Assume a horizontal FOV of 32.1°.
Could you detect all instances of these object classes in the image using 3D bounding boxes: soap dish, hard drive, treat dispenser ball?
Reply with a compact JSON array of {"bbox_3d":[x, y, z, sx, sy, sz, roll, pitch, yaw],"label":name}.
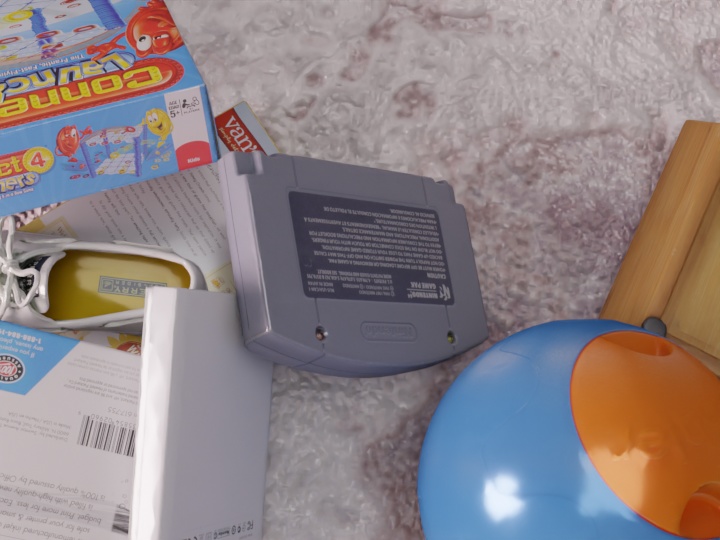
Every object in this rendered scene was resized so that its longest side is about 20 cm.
[{"bbox_3d":[0.261,0.008,0.853,0.157,0.081,0.200,27,74,-1],"label":"soap dish"},{"bbox_3d":[-0.090,0.113,0.728,0.026,0.132,0.201,2,87,21],"label":"hard drive"},{"bbox_3d":[0.133,0.129,0.739,0.200,0.201,0.201,2,75,-8],"label":"treat dispenser ball"}]

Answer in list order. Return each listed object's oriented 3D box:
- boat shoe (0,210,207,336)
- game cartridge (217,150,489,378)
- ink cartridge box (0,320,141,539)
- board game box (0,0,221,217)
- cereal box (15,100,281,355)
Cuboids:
[{"bbox_3d":[-0.192,0.008,0.740,0.201,0.086,0.075,5,77,-5],"label":"boat shoe"},{"bbox_3d":[0.000,0.000,0.788,0.200,0.041,0.133,5,66,-45],"label":"game cartridge"},{"bbox_3d":[-0.186,0.139,0.694,0.116,0.068,0.200,16,70,-16],"label":"ink cartridge box"},{"bbox_3d":[-0.209,-0.117,0.775,0.200,0.056,0.196,-16,42,-13],"label":"board game box"},{"bbox_3d":[-0.120,-0.002,0.819,0.200,0.040,0.144,-31,81,-15],"label":"cereal box"}]
